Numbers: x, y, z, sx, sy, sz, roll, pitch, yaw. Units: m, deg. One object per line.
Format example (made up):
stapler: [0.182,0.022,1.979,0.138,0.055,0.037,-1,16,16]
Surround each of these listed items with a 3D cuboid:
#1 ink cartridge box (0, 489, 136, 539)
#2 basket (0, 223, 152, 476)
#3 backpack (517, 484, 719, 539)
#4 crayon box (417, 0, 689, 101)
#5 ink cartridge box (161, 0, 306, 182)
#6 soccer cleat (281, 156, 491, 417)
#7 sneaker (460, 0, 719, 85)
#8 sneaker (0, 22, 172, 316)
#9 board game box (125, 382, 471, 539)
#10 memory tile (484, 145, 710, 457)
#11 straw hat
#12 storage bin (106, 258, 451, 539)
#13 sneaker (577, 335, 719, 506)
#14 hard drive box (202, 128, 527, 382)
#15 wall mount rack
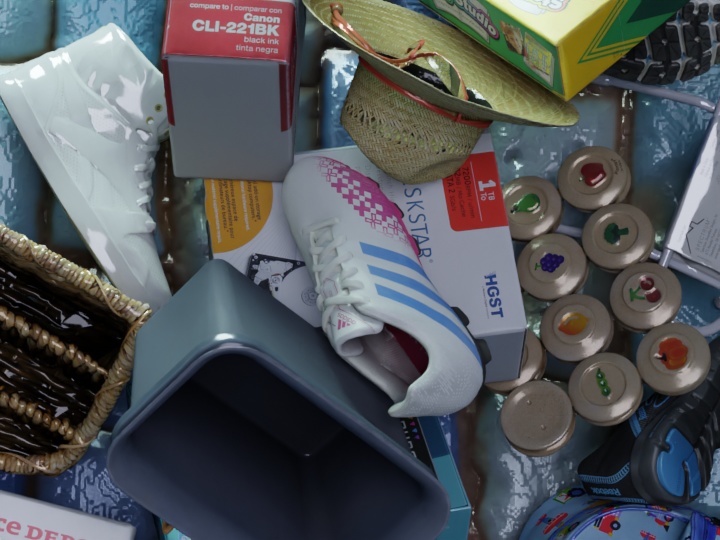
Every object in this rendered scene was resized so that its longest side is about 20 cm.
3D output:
ink cartridge box: [-0.239,0.244,1.509,0.144,0.088,0.202,16,79,-7]
basket: [-0.251,0.047,1.499,0.199,0.149,0.143,30,79,-6]
backpack: [0.195,0.236,1.560,0.199,0.135,0.184,27,79,-2]
crayon box: [0.130,-0.227,1.579,0.172,0.058,0.200,-39,52,-16]
ink cartridge box: [-0.078,-0.180,1.521,0.083,0.145,0.201,2,61,1]
soccer cleat: [0.001,0.008,1.447,0.086,0.070,0.200,-15,59,-45]
sneaker: [0.169,-0.187,1.621,0.198,0.079,0.090,1,49,3]
sneaker: [-0.152,-0.069,1.567,0.115,0.074,0.201,-29,87,-8]
board game box: [-0.043,0.128,1.540,0.198,0.047,0.152,-11,53,-11]
memory tile: [0.139,0.018,1.578,0.152,0.017,0.201,-23,61,4]
straw hat: [0.035,-0.104,1.507,0.200,0.201,0.086,23,107,-6]
storage bin: [-0.060,0.098,1.419,0.200,0.135,0.145,38,111,-26]
sneaker: [0.220,0.096,1.589,0.200,0.082,0.074,-33,105,-48]
hard drive box: [0.000,0.000,1.547,0.198,0.077,0.157,-7,61,-5]
wall mount rack: [0.223,-0.057,1.632,0.173,0.075,0.201,24,79,-9]
